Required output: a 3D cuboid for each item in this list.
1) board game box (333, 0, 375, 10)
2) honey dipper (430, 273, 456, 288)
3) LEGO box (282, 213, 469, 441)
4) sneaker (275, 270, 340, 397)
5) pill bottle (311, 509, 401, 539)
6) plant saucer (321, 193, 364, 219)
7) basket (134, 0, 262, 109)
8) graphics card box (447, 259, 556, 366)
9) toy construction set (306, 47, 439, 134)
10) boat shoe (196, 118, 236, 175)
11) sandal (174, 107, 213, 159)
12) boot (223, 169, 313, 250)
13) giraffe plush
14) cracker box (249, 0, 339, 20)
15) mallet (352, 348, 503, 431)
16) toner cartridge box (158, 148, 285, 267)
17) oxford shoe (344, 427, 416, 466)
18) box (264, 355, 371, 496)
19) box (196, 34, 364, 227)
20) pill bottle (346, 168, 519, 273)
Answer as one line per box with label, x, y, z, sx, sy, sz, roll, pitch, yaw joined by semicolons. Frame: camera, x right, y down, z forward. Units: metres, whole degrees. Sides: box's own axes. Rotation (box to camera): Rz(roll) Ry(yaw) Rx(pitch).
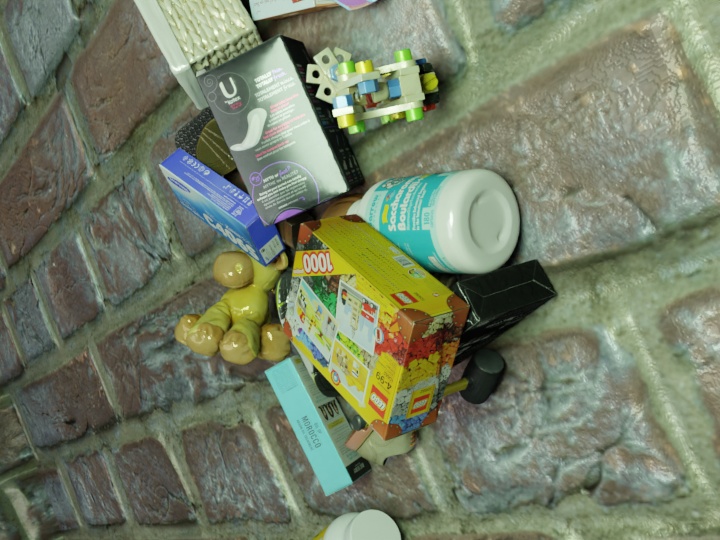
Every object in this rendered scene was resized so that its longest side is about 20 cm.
board game box;-0.034;-0.385;0.908;0.200;0.039;0.158;36;119;13
honey dipper;0.017;-0.003;1.014;0.200;0.038;0.038;17;121;19
LEGO box;0.009;0.054;0.881;0.200;0.077;0.149;41;131;41
sneaker;-0.076;0.086;1.176;0.081;0.074;0.200;33;146;58
pill bottle;-0.018;0.431;1.247;0.112;0.112;0.200;56;140;17
plant saucer;0.000;0.000;1.099;0.200;0.037;0.200;23;122;43
basket;-0.222;-0.343;1.113;0.200;0.123;0.136;60;179;11
graphics card box;0.108;0.064;0.924;0.200;0.125;0.051;-45;65;50
toy construction set;0.011;-0.195;0.905;0.200;0.131;0.092;-130;27;-65
boat shoe;-0.161;-0.210;1.154;0.073;0.063;0.201;40;128;1
sandal;-0.198;-0.224;1.223;0.200;0.045;0.075;-23;103;37
boot;-0.141;-0.138;1.197;0.200;0.064;0.187;32;126;45
giraffe plush;-0.166;0.036;1.231;0.172;0.200;0.162;13;100;23
cracker box;-0.090;-0.415;1.011;0.134;0.058;0.200;9;112;48
mallet;0.080;0.135;0.930;0.041;0.200;0.066;52;134;33
toner cartridge box;-0.199;-0.092;1.190;0.200;0.043;0.095;34;158;31
oxford shoe;0.054;0.199;1.112;0.074;0.071;0.200;38;137;-1
box;-0.061;0.221;1.220;0.049;0.082;0.200;-30;81;19
box;-0.095;-0.171;1.029;0.122;0.106;0.200;-22;96;14
pill bottle;0.070;-0.052;0.931;0.200;0.111;0.111;0;106;50
